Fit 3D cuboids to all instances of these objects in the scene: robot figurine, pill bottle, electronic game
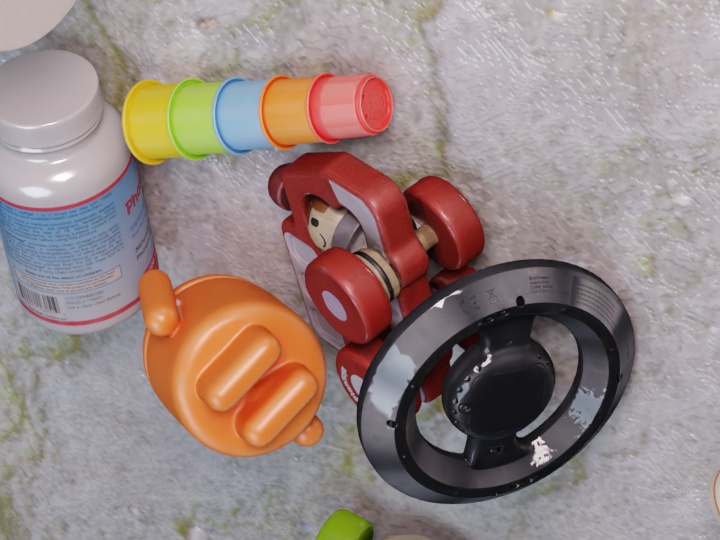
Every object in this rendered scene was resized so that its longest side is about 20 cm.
[{"bbox_3d":[-0.094,0.065,1.849,0.143,0.117,0.200,4,-171,-17],"label":"robot figurine"},{"bbox_3d":[-0.212,-0.057,1.845,0.108,0.109,0.200,18,140,23],"label":"pill bottle"},{"bbox_3d":[0.091,0.076,1.708,0.042,0.199,0.200,-121,12,-47],"label":"electronic game"}]

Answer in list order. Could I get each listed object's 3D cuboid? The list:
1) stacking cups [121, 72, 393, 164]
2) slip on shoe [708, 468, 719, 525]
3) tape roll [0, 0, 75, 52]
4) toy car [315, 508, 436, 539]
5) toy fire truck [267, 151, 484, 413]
[{"bbox_3d":[-0.066,-0.107,1.726,0.199,0.061,0.061,-3,130,34],"label":"stacking cups"},{"bbox_3d":[0.318,0.206,1.752,0.061,0.074,0.200,-25,109,47],"label":"slip on shoe"},{"bbox_3d":[-0.276,-0.241,1.613,0.139,0.203,0.203,7,136,34],"label":"tape roll"},{"bbox_3d":[0.039,0.300,2.061,0.164,0.158,0.200,26,172,19],"label":"toy car"},{"bbox_3d":[0.000,0.000,1.754,0.168,0.112,0.200,31,150,42],"label":"toy fire truck"}]
